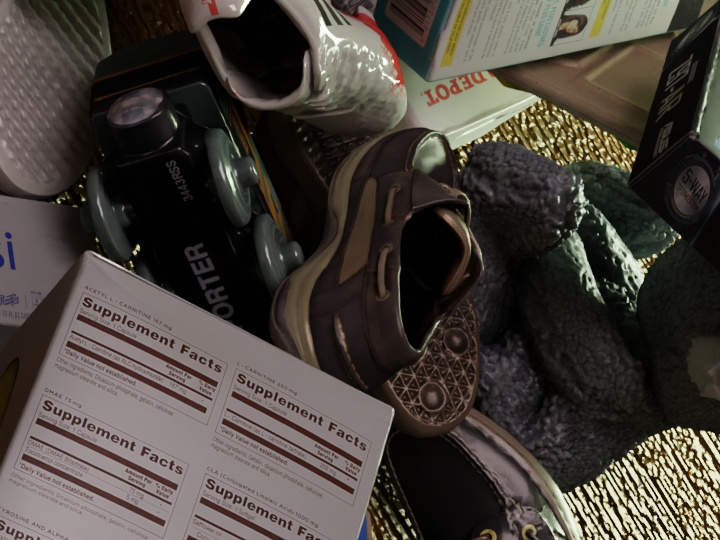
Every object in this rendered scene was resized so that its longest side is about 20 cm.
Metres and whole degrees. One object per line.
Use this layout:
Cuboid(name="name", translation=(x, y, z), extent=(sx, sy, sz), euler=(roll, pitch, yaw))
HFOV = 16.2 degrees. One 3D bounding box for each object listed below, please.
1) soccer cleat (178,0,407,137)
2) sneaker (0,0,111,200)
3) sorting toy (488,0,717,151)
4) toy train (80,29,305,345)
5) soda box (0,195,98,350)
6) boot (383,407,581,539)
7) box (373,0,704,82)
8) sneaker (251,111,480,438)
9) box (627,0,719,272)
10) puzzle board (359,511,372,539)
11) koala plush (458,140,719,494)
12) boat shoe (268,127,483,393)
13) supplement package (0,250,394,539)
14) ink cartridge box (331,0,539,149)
Cuboid(name="soccer cleat", translation=(-0.033, -0.098, 1.158), extent=(0.200, 0.069, 0.085), euler=(47, 28, -54))
Cuboid(name="sneaker", translation=(-0.168, -0.119, 1.210), extent=(0.078, 0.079, 0.200), euler=(22, 59, -41))
Cuboid(name="sorting toy", translation=(0.143, -0.116, 1.350), extent=(0.200, 0.036, 0.185), euler=(33, 37, 18))
Cuboid(name="toy train", translation=(-0.069, -0.017, 1.189), extent=(0.114, 0.085, 0.200), euler=(-93, 163, -52))
Cuboid(name="soda box", translation=(-0.211, 0.002, 1.108), extent=(0.200, 0.063, 0.068), euler=(7, 61, -38))
Cuboid(name="boot", translation=(0.053, 0.170, 1.227), extent=(0.200, 0.073, 0.151), euler=(60, 35, -6))
Cuboid(name="box", translation=(0.102, -0.156, 1.279), extent=(0.200, 0.082, 0.049), euler=(-15, 47, -40))
Cuboid(name="sneaker", translation=(0.000, 0.000, 1.277), extent=(0.070, 0.076, 0.200), euler=(-10, 69, -28))
Cuboid(name="box", translation=(0.224, -0.024, 1.225), extent=(0.200, 0.044, 0.160), euler=(42, 32, -10))
Cuboid(name="puzzle board", translation=(-0.072, 0.165, 1.170), extent=(0.200, 0.017, 0.151), euler=(17, 55, -35))
Cuboid(name="koala plush", translation=(0.163, 0.034, 1.291), extent=(0.177, 0.200, 0.184), euler=(5, 90, -62))
Cuboid(name="boat shoe", translation=(0.022, -0.004, 1.169), extent=(0.200, 0.073, 0.075), euler=(-66, 139, -52))
Cuboid(name="supplement package", translation=(-0.112, 0.139, 1.004), extent=(0.147, 0.191, 0.200), euler=(28, 51, -14))
Cuboid(name="ink cartridge box", translation=(0.002, -0.155, 1.373), extent=(0.145, 0.084, 0.200), euler=(-26, 85, -47))
